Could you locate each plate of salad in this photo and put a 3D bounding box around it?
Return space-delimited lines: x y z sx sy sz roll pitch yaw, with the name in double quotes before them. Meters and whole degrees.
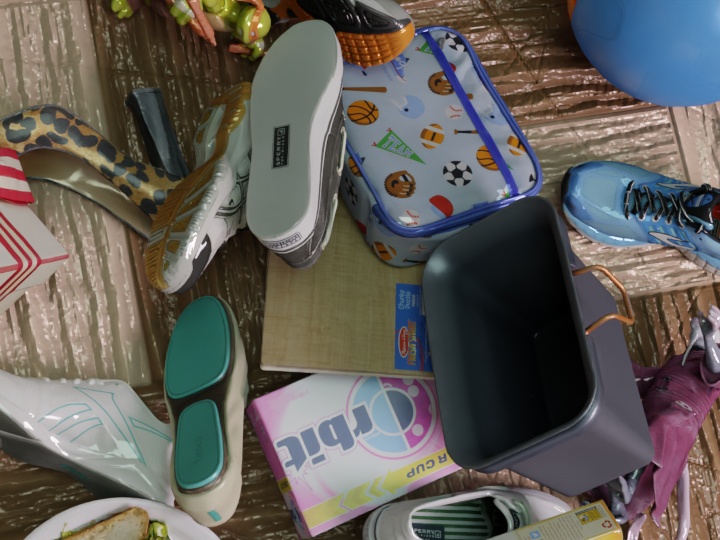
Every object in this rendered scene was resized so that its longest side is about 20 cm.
"plate of salad" -0.178 0.270 0.999 0.199 0.048 0.201 0 92 -9

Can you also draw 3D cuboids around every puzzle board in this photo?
"puzzle board" 0.000 0.000 1.082 0.150 0.017 0.201 4 54 -4

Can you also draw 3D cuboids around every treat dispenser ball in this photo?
"treat dispenser ball" 0.273 -0.238 1.130 0.200 0.201 0.202 2 78 -10

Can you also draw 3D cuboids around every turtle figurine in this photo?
"turtle figurine" -0.135 -0.216 1.072 0.161 0.200 0.065 21 95 19

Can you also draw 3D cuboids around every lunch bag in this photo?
"lunch bag" 0.052 -0.109 1.105 0.160 0.076 0.201 -18 64 -14

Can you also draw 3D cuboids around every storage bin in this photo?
"storage bin" 0.149 0.064 1.009 0.134 0.145 0.201 34 37 -42

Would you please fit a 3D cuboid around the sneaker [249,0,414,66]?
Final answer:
"sneaker" -0.018 -0.236 1.102 0.092 0.076 0.200 -40 49 -23

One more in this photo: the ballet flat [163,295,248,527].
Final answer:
"ballet flat" -0.115 0.110 1.042 0.069 0.070 0.201 7 45 -9

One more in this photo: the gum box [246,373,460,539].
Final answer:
"gum box" 0.023 0.121 1.076 0.199 0.066 0.114 -22 82 -15

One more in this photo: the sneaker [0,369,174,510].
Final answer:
"sneaker" -0.221 0.115 1.034 0.200 0.070 0.080 31 58 -16

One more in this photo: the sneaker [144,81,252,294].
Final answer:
"sneaker" -0.097 -0.054 1.054 0.088 0.075 0.201 42 52 -29

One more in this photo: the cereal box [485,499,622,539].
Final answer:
"cereal box" 0.103 0.264 1.025 0.199 0.144 0.040 -16 37 -10

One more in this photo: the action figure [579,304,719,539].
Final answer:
"action figure" 0.260 0.116 1.091 0.149 0.134 0.200 48 62 -15

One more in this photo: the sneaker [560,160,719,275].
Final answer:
"sneaker" 0.269 -0.056 1.148 0.199 0.090 0.079 13 76 -7

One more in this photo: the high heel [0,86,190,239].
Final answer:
"high heel" -0.228 -0.059 1.065 0.199 0.071 0.143 -16 80 -19

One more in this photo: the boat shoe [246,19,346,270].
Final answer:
"boat shoe" -0.046 -0.098 1.038 0.070 0.064 0.201 -3 63 22

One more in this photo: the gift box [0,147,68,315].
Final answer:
"gift box" -0.343 -0.029 0.953 0.187 0.185 0.200 -40 93 10

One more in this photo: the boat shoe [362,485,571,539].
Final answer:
"boat shoe" 0.100 0.205 1.042 0.199 0.067 0.074 -1 73 -33
